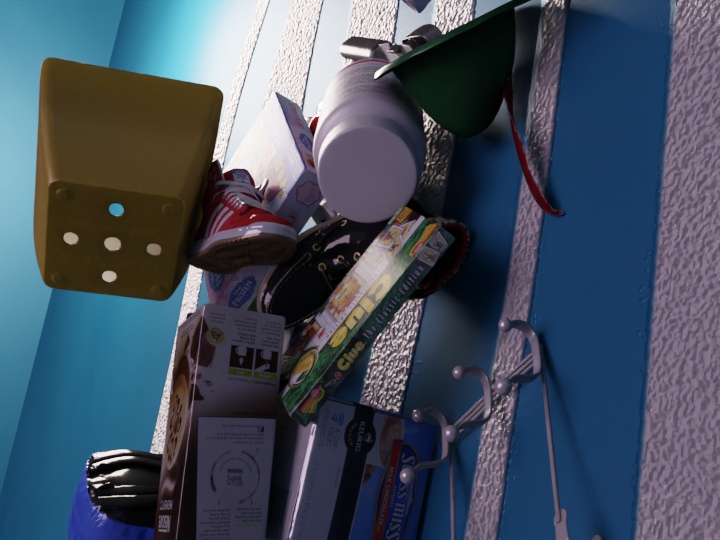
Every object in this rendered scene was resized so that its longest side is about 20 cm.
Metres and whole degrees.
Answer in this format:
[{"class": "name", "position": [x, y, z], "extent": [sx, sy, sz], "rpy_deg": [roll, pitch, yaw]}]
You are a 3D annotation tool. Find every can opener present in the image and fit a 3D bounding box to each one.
[{"class": "can opener", "position": [0.037, -0.251, 1.108], "extent": [0.066, 0.053, 0.199], "rpy_deg": [-41, 26, -12]}]

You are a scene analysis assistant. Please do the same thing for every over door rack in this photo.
[{"class": "over door rack", "position": [0.097, 0.156, 0.734], "extent": [0.148, 0.066, 0.203], "rpy_deg": [-51, 34, 38]}]

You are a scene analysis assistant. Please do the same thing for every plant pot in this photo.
[{"class": "plant pot", "position": [-0.258, -0.082, 1.016], "extent": [0.178, 0.196, 0.203], "rpy_deg": [-101, 23, -51]}]

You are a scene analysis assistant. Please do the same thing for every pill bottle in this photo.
[{"class": "pill bottle", "position": [0.010, -0.133, 0.951], "extent": [0.114, 0.112, 0.201], "rpy_deg": [-59, 12, 24]}]

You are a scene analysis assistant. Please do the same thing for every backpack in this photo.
[{"class": "backpack", "position": [-0.268, 0.327, 1.186], "extent": [0.170, 0.197, 0.163], "rpy_deg": [-66, 29, 13]}]

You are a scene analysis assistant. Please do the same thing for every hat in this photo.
[{"class": "hat", "position": [0.117, -0.141, 0.895], "extent": [0.164, 0.178, 0.200], "rpy_deg": [-20, 11, 37]}]

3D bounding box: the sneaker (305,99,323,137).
[{"class": "sneaker", "position": [-0.056, -0.132, 1.152], "extent": [0.117, 0.078, 0.200], "rpy_deg": [-60, 12, -10]}]

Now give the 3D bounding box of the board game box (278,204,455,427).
[{"class": "board game box", "position": [-0.003, 0.034, 0.825], "extent": [0.201, 0.023, 0.105], "rpy_deg": [-52, 23, 0]}]

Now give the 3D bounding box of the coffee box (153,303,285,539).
[{"class": "coffee box", "position": [-0.126, 0.144, 0.834], "extent": [0.113, 0.078, 0.204], "rpy_deg": [148, 128, -63]}]

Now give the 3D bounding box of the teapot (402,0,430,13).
[{"class": "teapot", "position": [0.118, -0.317, 0.840], "extent": [0.147, 0.196, 0.200], "rpy_deg": [-53, 42, 44]}]

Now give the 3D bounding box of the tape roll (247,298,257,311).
[{"class": "tape roll", "position": [-0.133, 0.073, 1.169], "extent": [0.200, 0.047, 0.204], "rpy_deg": [-164, 89, -82]}]

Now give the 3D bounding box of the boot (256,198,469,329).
[{"class": "boot", "position": [0.000, -0.002, 0.927], "extent": [0.203, 0.074, 0.153], "rpy_deg": [-40, 29, -12]}]

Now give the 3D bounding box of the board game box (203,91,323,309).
[{"class": "board game box", "position": [-0.120, -0.078, 1.097], "extent": [0.201, 0.041, 0.201], "rpy_deg": [-54, 31, 20]}]

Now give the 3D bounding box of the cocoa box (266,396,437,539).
[{"class": "cocoa box", "position": [-0.040, 0.190, 0.902], "extent": [0.199, 0.129, 0.136], "rpy_deg": [-6, 69, 61]}]

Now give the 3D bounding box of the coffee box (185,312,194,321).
[{"class": "coffee box", "position": [-0.177, 0.155, 1.072], "extent": [0.202, 0.043, 0.124], "rpy_deg": [107, 152, -45]}]

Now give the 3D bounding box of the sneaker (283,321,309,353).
[{"class": "sneaker", "position": [-0.060, 0.100, 1.071], "extent": [0.200, 0.083, 0.076], "rpy_deg": [125, 160, -83]}]

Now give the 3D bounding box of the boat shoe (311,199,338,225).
[{"class": "boat shoe", "position": [-0.020, -0.077, 1.095], "extent": [0.069, 0.072, 0.200], "rpy_deg": [-35, 9, -7]}]

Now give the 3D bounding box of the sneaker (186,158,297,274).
[{"class": "sneaker", "position": [-0.117, -0.064, 0.971], "extent": [0.199, 0.070, 0.115], "rpy_deg": [-10, 64, 57]}]
